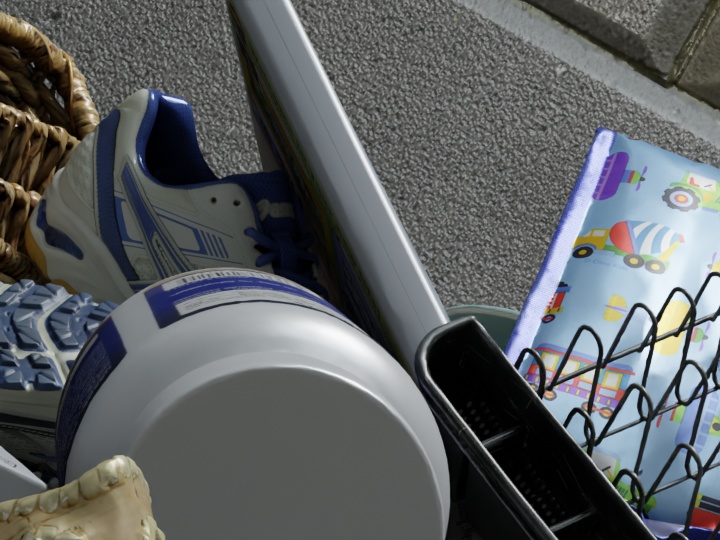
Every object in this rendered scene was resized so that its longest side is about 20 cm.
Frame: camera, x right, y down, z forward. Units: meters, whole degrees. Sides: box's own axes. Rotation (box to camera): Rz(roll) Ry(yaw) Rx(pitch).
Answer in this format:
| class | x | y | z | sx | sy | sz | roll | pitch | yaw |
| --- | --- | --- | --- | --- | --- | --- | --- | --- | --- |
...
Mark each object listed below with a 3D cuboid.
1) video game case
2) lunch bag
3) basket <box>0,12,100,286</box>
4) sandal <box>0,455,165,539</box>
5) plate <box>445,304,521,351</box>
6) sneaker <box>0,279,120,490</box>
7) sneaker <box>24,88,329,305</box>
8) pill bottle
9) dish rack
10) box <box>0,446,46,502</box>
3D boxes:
| class | x | y | z | sx | sy | sz | roll | pitch | yaw |
| --- | --- | --- | --- | --- | --- | --- | --- | --- | --- |
| video game case | 0.000 | 0.000 | 1.111 | 0.182 | 0.022 | 0.201 | 80 | -14 | -62 |
| lunch bag | 0.124 | 0.049 | 1.018 | 0.150 | 0.095 | 0.200 | 20 | 30 | 7 |
| basket | -0.163 | -0.033 | 1.191 | 0.142 | 0.150 | 0.200 | 30 | 0 | 31 |
| sandal | -0.078 | 0.067 | 0.640 | 0.211 | 0.070 | 0.078 | 30 | 1 | 26 |
| plate | 0.113 | 0.076 | 1.270 | 0.200 | 0.026 | 0.200 | 32 | -22 | 15 |
| sneaker | -0.088 | 0.062 | 1.014 | 0.199 | 0.086 | 0.077 | 10 | 26 | 1 |
| sneaker | -0.047 | 0.009 | 1.094 | 0.200 | 0.088 | 0.075 | 42 | 18 | 24 |
| pill bottle | -0.035 | 0.063 | 0.873 | 0.115 | 0.116 | 0.200 | 30 | 1 | -8 |
| dish rack | 0.128 | 0.061 | 0.925 | 0.199 | 0.055 | 0.154 | -20 | 56 | -29 |
| box | -0.194 | 0.016 | 0.816 | 0.155 | 0.041 | 0.200 | 29 | 0 | -34 |
